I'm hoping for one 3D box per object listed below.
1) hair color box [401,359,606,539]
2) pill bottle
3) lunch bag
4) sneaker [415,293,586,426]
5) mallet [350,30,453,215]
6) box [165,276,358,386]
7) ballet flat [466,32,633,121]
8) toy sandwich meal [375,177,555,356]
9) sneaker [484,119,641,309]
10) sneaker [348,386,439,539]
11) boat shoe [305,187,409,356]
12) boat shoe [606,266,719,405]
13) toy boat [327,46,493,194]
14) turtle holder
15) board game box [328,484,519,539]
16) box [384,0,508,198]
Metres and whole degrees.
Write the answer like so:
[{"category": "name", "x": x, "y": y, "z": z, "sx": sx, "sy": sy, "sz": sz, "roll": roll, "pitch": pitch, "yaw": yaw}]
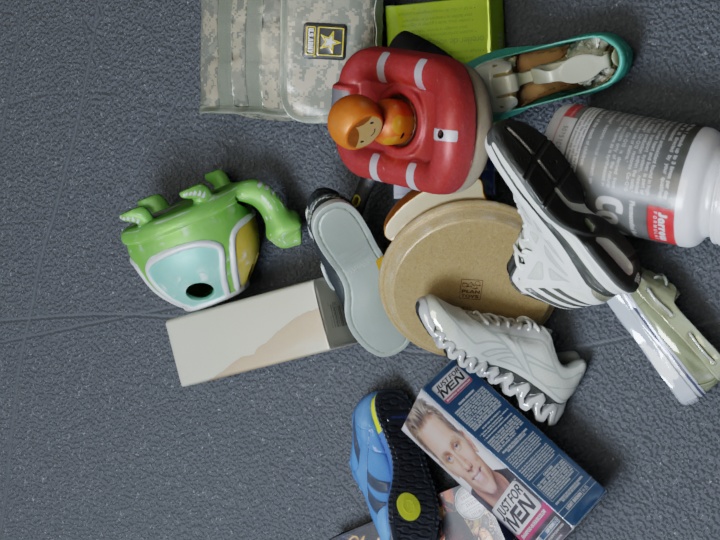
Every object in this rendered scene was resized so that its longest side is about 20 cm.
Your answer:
[{"category": "hair color box", "x": 0.140, "y": 0.189, "z": 1.358, "sx": 0.200, "sy": 0.061, "sz": 0.100, "roll": 42, "pitch": 149, "yaw": 15}, {"category": "pill bottle", "x": 0.275, "y": -0.085, "z": 1.270, "sx": 0.200, "sy": 0.114, "sz": 0.114, "roll": 14, "pitch": 100, "yaw": 27}, {"category": "lunch bag", "x": -0.066, "y": -0.240, "z": 1.432, "sx": 0.200, "sy": 0.118, "sz": 0.164, "roll": 6, "pitch": 99, "yaw": 30}, {"category": "sneaker", "x": 0.139, "y": 0.072, "z": 1.341, "sx": 0.200, "sy": 0.075, "sz": 0.081, "roll": 34, "pitch": 103, "yaw": -23}, {"category": "mallet", "x": 0.024, "y": -0.151, "z": 1.393, "sx": 0.066, "sy": 0.041, "sz": 0.200, "roll": 43, "pitch": 118, "yaw": 22}, {"category": "box", "x": -0.104, "y": 0.066, "z": 1.493, "sx": 0.200, "sy": 0.095, "sz": 0.078, "roll": -16, "pitch": 87, "yaw": 29}, {"category": "ballet flat", "x": 0.165, "y": -0.189, "z": 1.311, "sx": 0.200, "sy": 0.070, "sz": 0.067, "roll": -15, "pitch": 93, "yaw": 8}, {"category": "toy sandwich meal", "x": 0.105, "y": -0.003, "z": 1.370, "sx": 0.205, "sy": 0.070, "sz": 0.205, "roll": 0, "pitch": 121, "yaw": -1}, {"category": "sneaker", "x": 0.156, "y": -0.038, "z": 1.252, "sx": 0.115, "sy": 0.076, "sz": 0.201, "roll": -29, "pitch": 105, "yaw": 43}, {"category": "sneaker", "x": 0.029, "y": 0.226, "z": 1.432, "sx": 0.078, "sy": 0.066, "sz": 0.200, "roll": -39, "pitch": 52, "yaw": 44}, {"category": "boat shoe", "x": 0.000, "y": 0.000, "z": 1.427, "sx": 0.076, "sy": 0.060, "sz": 0.200, "roll": -22, "pitch": 119, "yaw": -4}, {"category": "boat shoe", "x": 0.280, "y": 0.035, "z": 1.312, "sx": 0.062, "sy": 0.072, "sz": 0.200, "roll": -36, "pitch": 85, "yaw": 8}, {"category": "toy boat", "x": 0.026, "y": -0.140, "z": 1.274, "sx": 0.200, "sy": 0.131, "sz": 0.131, "roll": 17, "pitch": 109, "yaw": 46}, {"category": "turtle holder", "x": -0.165, "y": -0.036, "z": 1.509, "sx": 0.185, "sy": 0.141, "sz": 0.132, "roll": -24, "pitch": 100, "yaw": -12}, {"category": "board game box", "x": 0.077, "y": 0.314, "z": 1.448, "sx": 0.200, "sy": 0.035, "sz": 0.136, "roll": -28, "pitch": 81, "yaw": 27}, {"category": "box", "x": 0.090, "y": -0.176, "z": 1.398, "sx": 0.122, "sy": 0.048, "sz": 0.200, "roll": 0, "pitch": 95, "yaw": 29}]
